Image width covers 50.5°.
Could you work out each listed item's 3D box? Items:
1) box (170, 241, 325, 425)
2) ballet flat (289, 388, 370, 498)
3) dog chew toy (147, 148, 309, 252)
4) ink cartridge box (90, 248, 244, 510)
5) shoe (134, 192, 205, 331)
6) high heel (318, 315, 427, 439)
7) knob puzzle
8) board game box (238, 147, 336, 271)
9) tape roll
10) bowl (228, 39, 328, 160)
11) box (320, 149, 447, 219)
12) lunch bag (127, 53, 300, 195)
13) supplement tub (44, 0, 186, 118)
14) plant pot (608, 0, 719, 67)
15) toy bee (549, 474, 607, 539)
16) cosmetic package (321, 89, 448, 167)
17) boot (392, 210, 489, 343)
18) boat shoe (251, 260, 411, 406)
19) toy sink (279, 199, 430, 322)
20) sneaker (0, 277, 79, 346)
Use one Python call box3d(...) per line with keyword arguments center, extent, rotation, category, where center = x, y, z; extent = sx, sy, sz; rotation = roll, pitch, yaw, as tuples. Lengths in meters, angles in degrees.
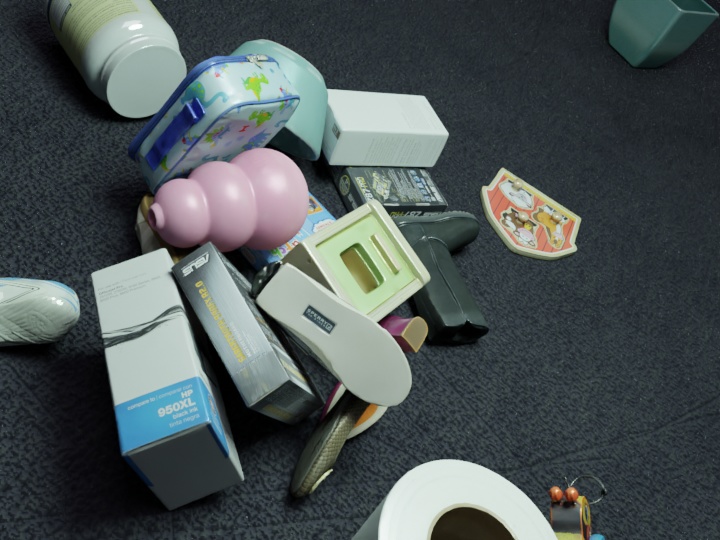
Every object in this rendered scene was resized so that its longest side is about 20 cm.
box3d(center=(-0.111, 0.074, 0.797), extent=(0.048, 0.200, 0.160), rotation=(-32, 73, -2), category="box")
box3d(center=(-0.011, 0.162, 0.831), extent=(0.046, 0.067, 0.201), rotation=(38, 64, -11), category="ballet flat")
box3d(center=(-0.160, -0.079, 0.923), extent=(0.198, 0.125, 0.125), rotation=(-14, 56, -37), category="dog chew toy")
box3d(center=(-0.189, 0.104, 0.746), extent=(0.083, 0.146, 0.202), rotation=(-19, 56, -8), category="ink cartridge box")
box3d(center=(-0.222, -0.003, 0.926), extent=(0.069, 0.053, 0.202), rotation=(9, 45, -56), category="shoe")
box3d(center=(-0.001, 0.129, 0.934), extent=(0.067, 0.095, 0.201), rotation=(47, 60, -18), category="high heel")
box3d(center=(0.296, -0.094, 1.326), extent=(0.216, 0.031, 0.222), rotation=(16, 43, -16), category="knob puzzle")
box3d(center=(-0.125, -0.078, 1.060), extent=(0.200, 0.037, 0.150), rotation=(45, 44, 17), category="board game box")
box3d(center=(0.081, 0.304, 0.725), extent=(0.199, 0.140, 0.205), rotation=(16, 42, -15), category="tape roll")
box3d(center=(-0.124, -0.255, 1.102), extent=(0.198, 0.201, 0.106), rotation=(29, 85, 3), category="bowl")
box3d(center=(0.030, -0.160, 1.224), extent=(0.159, 0.049, 0.202), rotation=(-2, 50, -34), category="box")
box3d(center=(-0.180, -0.177, 0.933), extent=(0.083, 0.199, 0.160), rotation=(56, 36, 5), category="lunch bag")
box3d(center=(-0.351, -0.333, 1.098), extent=(0.143, 0.146, 0.201), rotation=(-16, 58, -40), category="supplement tub")
box3d(center=(0.781, -0.658, 2.038), extent=(0.194, 0.201, 0.197), rotation=(-10, 55, -37), category="plant pot")
box3d(center=(0.225, 0.295, 0.841), extent=(0.129, 0.110, 0.202), rotation=(-21, 38, 10), category="toy bee")
box3d(center=(0.029, -0.221, 1.194), extent=(0.197, 0.075, 0.103), rotation=(-4, 49, -29), category="cosmetic package")
box3d(center=(0.139, 0.008, 1.105), extent=(0.162, 0.066, 0.202), rotation=(-6, 49, -23), category="boot")
box3d(center=(-0.031, 0.063, 0.815), extent=(0.200, 0.093, 0.075), rotation=(43, 85, -7), category="boat shoe")
box3d(center=(0.000, 0.000, 0.973), extent=(0.199, 0.112, 0.131), rotation=(-32, 86, -45), category="toy sink")
box3d(center=(-0.390, 0.041, 0.776), extent=(0.196, 0.073, 0.072), rotation=(3, 13, -20), category="sneaker")
